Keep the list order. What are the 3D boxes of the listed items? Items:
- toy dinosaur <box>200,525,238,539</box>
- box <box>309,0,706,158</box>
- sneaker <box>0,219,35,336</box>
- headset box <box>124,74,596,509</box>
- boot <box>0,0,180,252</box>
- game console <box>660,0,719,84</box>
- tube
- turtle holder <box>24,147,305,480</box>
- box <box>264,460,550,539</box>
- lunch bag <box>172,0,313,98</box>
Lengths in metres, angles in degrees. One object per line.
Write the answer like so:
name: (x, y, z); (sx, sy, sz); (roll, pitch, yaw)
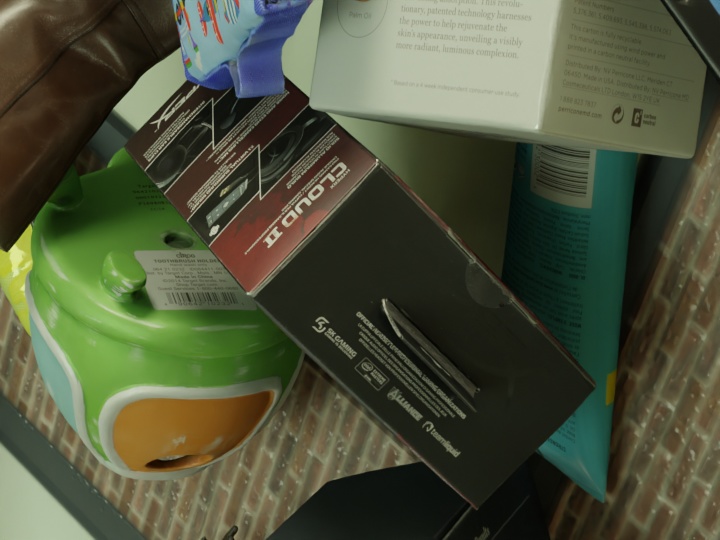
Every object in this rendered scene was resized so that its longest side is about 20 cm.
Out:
toy dinosaur: (-0.035, 0.201, 1.284); (0.135, 0.086, 0.200); (34, 155, -12)
box: (0.067, -0.151, 0.991); (0.124, 0.097, 0.201); (10, 93, 44)
sneaker: (-0.204, -0.050, 1.351); (0.075, 0.076, 0.201); (97, 152, -74)
headset box: (0.000, 0.000, 1.065); (0.149, 0.077, 0.200); (44, -178, -31)
boot: (-0.167, -0.131, 1.159); (0.186, 0.200, 0.064); (46, 173, -15)
game console: (0.187, -0.152, 0.872); (0.200, 0.116, 0.176); (55, 136, 2)
tube: (0.088, 0.001, 1.107); (0.077, 0.050, 0.201); (37, 134, 43)
turtle holder: (-0.107, 0.016, 1.242); (0.185, 0.141, 0.132); (34, 127, 32)
box: (0.032, 0.200, 1.128); (0.107, 0.148, 0.201); (-12, 99, 23)
lunch bag: (-0.044, -0.167, 1.014); (0.151, 0.093, 0.201); (153, 113, -73)
